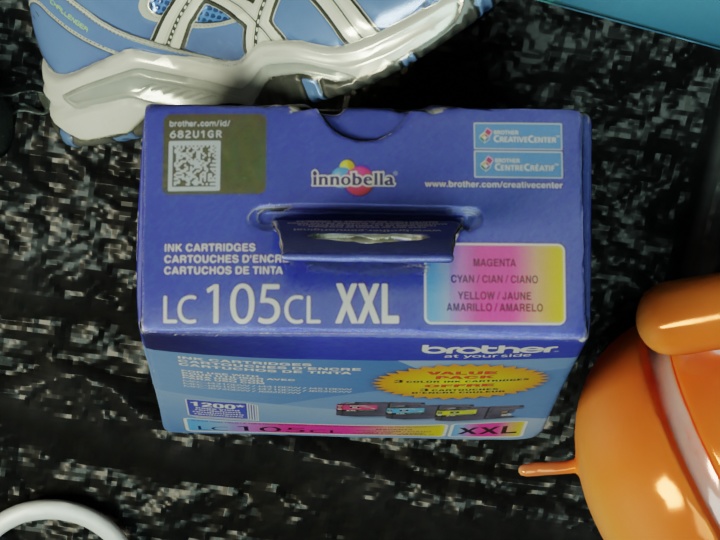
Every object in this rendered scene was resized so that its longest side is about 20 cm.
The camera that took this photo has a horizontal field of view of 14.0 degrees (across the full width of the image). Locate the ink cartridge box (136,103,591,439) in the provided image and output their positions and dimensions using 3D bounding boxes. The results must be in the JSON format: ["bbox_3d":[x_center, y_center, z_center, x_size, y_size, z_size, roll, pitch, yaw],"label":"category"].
[{"bbox_3d":[0.000,0.000,0.922,0.136,0.076,0.200,1,165,-1],"label":"ink cartridge box"}]

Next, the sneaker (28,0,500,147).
[{"bbox_3d":[-0.030,-0.093,0.905,0.200,0.076,0.077,-12,106,33],"label":"sneaker"}]

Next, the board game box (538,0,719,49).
[{"bbox_3d":[0.120,-0.168,0.902,0.151,0.047,0.200,14,120,-9],"label":"board game box"}]

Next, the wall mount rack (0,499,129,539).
[{"bbox_3d":[-0.147,0.183,1.101,0.174,0.075,0.200,2,121,-2],"label":"wall mount rack"}]

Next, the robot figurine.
[{"bbox_3d":[0.157,0.047,0.996,0.200,0.144,0.117,-28,81,16],"label":"robot figurine"}]

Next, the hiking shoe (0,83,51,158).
[{"bbox_3d":[-0.200,-0.012,0.980,0.087,0.074,0.200,40,113,-21],"label":"hiking shoe"}]
